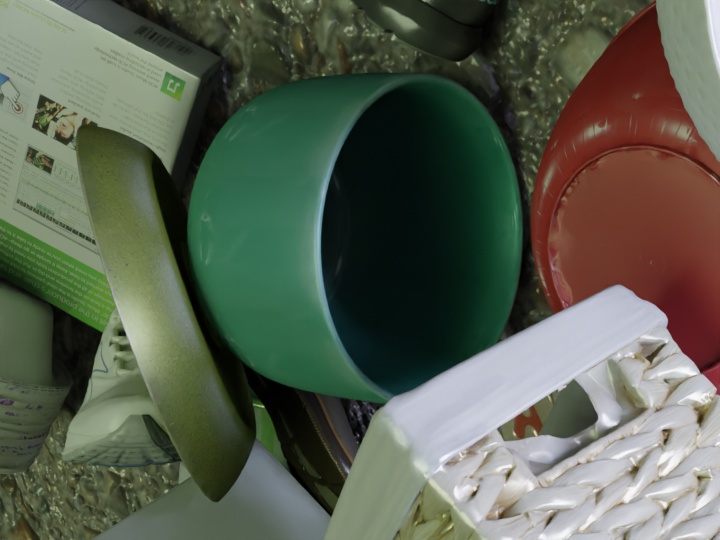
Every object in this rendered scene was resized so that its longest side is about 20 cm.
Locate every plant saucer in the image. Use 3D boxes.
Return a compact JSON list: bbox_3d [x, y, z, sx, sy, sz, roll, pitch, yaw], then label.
[{"bbox_3d":[-0.092,0.017,0.775,0.031,0.200,0.202,-19,94,1],"label":"plant saucer"}]

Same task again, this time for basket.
[{"bbox_3d":[0.066,0.128,0.582,0.123,0.135,0.201,48,142,25],"label":"basket"}]

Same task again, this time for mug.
[{"bbox_3d":[-0.007,-0.002,0.745,0.114,0.151,0.187,5,110,42],"label":"mug"}]

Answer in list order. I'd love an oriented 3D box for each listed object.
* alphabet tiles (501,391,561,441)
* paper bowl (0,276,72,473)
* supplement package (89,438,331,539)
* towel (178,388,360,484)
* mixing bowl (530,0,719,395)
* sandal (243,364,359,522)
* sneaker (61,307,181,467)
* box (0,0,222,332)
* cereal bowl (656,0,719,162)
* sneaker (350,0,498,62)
[{"bbox_3d":[0.115,0.140,0.653,0.199,0.015,0.198,1,108,55],"label":"alphabet tiles"},{"bbox_3d":[-0.277,0.037,0.973,0.200,0.200,0.105,29,94,29],"label":"paper bowl"},{"bbox_3d":[-0.102,0.239,0.840,0.147,0.191,0.201,44,135,19],"label":"supplement package"},{"bbox_3d":[-0.065,0.169,0.944,0.148,0.031,0.202,23,120,32],"label":"towel"},{"bbox_3d":[0.145,-0.018,0.638,0.199,0.108,0.202,15,115,36],"label":"mixing bowl"},{"bbox_3d":[-0.032,0.044,0.847,0.201,0.054,0.082,62,153,7],"label":"sandal"},{"bbox_3d":[-0.127,0.060,0.856,0.200,0.074,0.088,-157,69,-80],"label":"sneaker"},{"bbox_3d":[-0.175,-0.070,0.915,0.143,0.036,0.201,28,124,6],"label":"box"},{"bbox_3d":[0.187,-0.107,0.533,0.083,0.198,0.202,-152,48,-73],"label":"cereal bowl"},{"bbox_3d":[-0.006,-0.185,0.742,0.200,0.075,0.080,39,114,16],"label":"sneaker"}]
